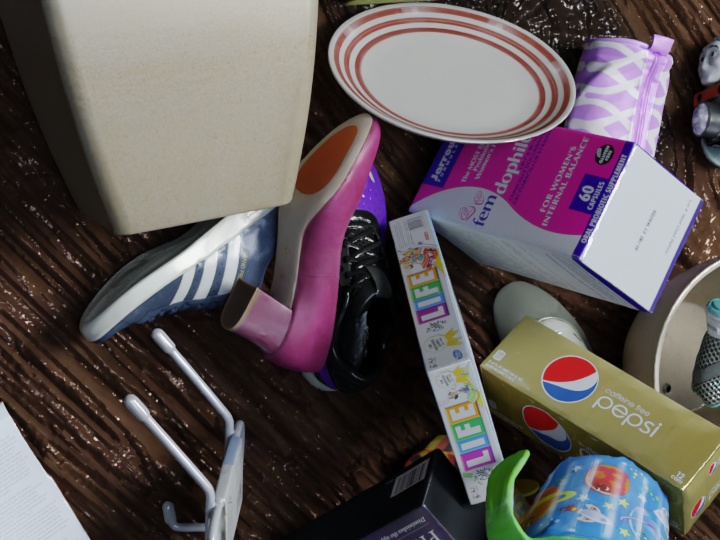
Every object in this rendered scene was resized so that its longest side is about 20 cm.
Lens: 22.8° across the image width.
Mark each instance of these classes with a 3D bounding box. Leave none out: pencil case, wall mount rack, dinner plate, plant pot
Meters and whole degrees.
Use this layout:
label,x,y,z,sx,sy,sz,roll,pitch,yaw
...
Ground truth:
label,x,y,z,sx,sy,sz,roll,pitch,yaw
pencil case,0.210,-0.096,1.503,0.083,0.085,0.201,9,88,-24
wall mount rack,-0.130,0.149,1.339,0.074,0.200,0.175,3,112,2
dinner plate,0.071,-0.152,1.413,0.199,0.201,0.024,-7,132,-20
plant pot,-0.142,-0.130,1.318,0.199,0.200,0.178,-12,103,-19

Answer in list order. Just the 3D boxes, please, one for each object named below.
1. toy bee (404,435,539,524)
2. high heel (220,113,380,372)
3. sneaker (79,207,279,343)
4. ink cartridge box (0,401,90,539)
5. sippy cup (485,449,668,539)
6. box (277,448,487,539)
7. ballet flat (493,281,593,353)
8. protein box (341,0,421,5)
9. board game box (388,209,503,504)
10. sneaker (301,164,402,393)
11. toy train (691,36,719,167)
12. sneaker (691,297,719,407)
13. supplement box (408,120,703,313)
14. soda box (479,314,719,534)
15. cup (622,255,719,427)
label,x,y,z,sx,sy,sz,roll,pitch,yaw
toy bee,0.129,0.215,1.474,0.200,0.108,0.131,50,32,-23
high heel,-0.023,-0.020,1.374,0.096,0.067,0.201,30,96,-36
sneaker,-0.122,0.011,1.391,0.200,0.075,0.085,-35,109,-12
ink cartridge box,-0.268,0.209,1.357,0.109,0.050,0.201,-32,102,-16
sippy cup,0.170,0.210,1.313,0.131,0.139,0.179,-63,149,-48
box,0.022,0.251,1.394,0.200,0.079,0.141,-33,109,28
ballet flat,0.184,0.094,1.512,0.067,0.064,0.201,-36,103,-15
protein box,0.103,-0.290,1.394,0.199,0.198,0.136,-7,94,-19
board game box,0.068,0.063,1.378,0.034,0.200,0.135,-17,124,4
sneaker,0.001,0.000,1.419,0.069,0.099,0.202,0,93,-22
toy train,0.381,-0.144,1.571,0.199,0.085,0.115,7,78,-19
sneaker,0.347,0.089,1.427,0.199,0.078,0.092,18,102,-17
supplement box,0.151,-0.051,1.412,0.103,0.199,0.102,33,80,-39
soda box,0.191,0.119,1.403,0.064,0.199,0.068,-45,146,-23
cup,0.302,0.081,1.513,0.199,0.143,0.202,-1,92,-20
